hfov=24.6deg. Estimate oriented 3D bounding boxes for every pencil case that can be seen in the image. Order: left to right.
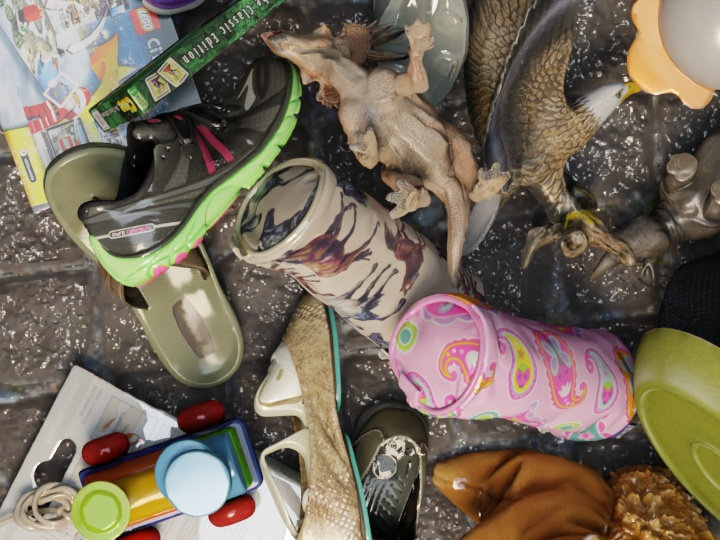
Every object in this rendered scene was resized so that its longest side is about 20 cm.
[{"bbox_3d":[0.000,0.000,1.102,0.200,0.078,0.090,36,90,-41],"label":"pencil case"},{"bbox_3d":[0.108,0.070,1.111,0.199,0.087,0.088,16,93,-49],"label":"pencil case"}]

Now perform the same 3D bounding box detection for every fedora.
[{"bbox_3d":[0.264,0.058,1.153,0.091,0.200,0.202,-4,95,30],"label":"fedora"}]

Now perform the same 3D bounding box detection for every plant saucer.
[{"bbox_3d":[0.245,0.124,1.075,0.031,0.200,0.200,-40,95,-14],"label":"plant saucer"}]

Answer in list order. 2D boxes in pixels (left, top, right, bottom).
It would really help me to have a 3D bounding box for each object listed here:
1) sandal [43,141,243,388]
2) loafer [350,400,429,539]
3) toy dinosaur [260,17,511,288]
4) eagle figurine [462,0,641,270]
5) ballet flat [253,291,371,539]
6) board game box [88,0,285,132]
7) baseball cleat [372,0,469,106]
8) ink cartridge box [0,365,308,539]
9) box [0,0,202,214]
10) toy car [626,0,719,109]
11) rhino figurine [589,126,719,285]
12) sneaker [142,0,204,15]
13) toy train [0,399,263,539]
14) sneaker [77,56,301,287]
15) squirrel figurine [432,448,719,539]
[{"bbox_3d":[-0.140,-0.002,1.130,0.079,0.057,0.202,-32,110,4],"label":"sandal"},{"bbox_3d":[0.000,0.192,1.163,0.075,0.070,0.202,13,92,-5],"label":"loafer"},{"bbox_3d":[0.028,-0.093,1.086,0.086,0.136,0.201,-34,103,-2],"label":"toy dinosaur"},{"bbox_3d":[0.121,-0.113,1.122,0.151,0.151,0.201,-41,116,-36],"label":"eagle figurine"},{"bbox_3d":[-0.039,0.107,1.127,0.065,0.071,0.201,-5,65,-12],"label":"ballet flat"},{"bbox_3d":[-0.087,-0.163,1.091,0.200,0.105,0.024,-41,105,-18],"label":"board game box"},{"bbox_3d":[0.041,-0.215,1.145,0.069,0.107,0.201,1,123,2],"label":"baseball cleat"},{"bbox_3d":[-0.148,0.181,1.171,0.199,0.047,0.161,28,92,4],"label":"ink cartridge box"},{"bbox_3d":[-0.195,-0.156,1.144,0.136,0.038,0.201,-20,95,-4],"label":"box"},{"bbox_3d":[0.256,-0.199,1.102,0.199,0.184,0.178,-32,95,-2],"label":"toy car"},{"bbox_3d":[0.240,-0.055,1.161,0.200,0.087,0.060,-40,75,-1],"label":"rhino figurine"},{"bbox_3d":[-0.076,-0.252,1.110,0.200,0.083,0.081,-41,105,-9],"label":"sneaker"},{"bbox_3d":[-0.168,0.155,1.090,0.199,0.116,0.085,-19,89,2],"label":"toy train"},{"bbox_3d":[-0.109,-0.080,1.088,0.084,0.077,0.200,46,59,-14],"label":"sneaker"},{"bbox_3d":[0.158,0.195,1.116,0.198,0.187,0.143,-11,94,-4],"label":"squirrel figurine"}]
